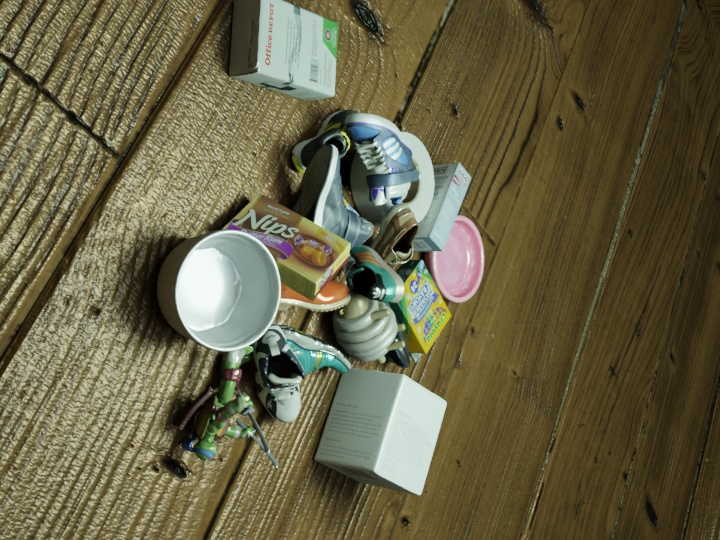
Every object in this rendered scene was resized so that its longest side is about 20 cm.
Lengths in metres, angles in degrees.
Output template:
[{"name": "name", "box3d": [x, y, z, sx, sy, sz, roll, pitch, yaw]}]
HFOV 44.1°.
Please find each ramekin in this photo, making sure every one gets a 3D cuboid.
[{"name": "ramekin", "box3d": [-0.244, 0.031, 1.483, 0.200, 0.105, 0.201, -2, 94, -40]}]

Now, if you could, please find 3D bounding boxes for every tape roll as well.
[{"name": "tape roll", "box3d": [0.070, -0.190, 1.879, 0.202, 0.071, 0.203, 1, 89, -48]}]

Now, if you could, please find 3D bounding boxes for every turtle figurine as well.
[{"name": "turtle figurine", "box3d": [-0.197, 0.232, 1.513, 0.144, 0.200, 0.194, 43, 49, -57]}]

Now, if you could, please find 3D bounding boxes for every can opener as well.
[{"name": "can opener", "box3d": [0.056, 0.111, 1.873, 0.063, 0.079, 0.200, -31, 103, -35]}]

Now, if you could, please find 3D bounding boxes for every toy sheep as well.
[{"name": "toy sheep", "box3d": [0.015, 0.116, 1.773, 0.138, 0.138, 0.200, -51, 131, -35]}]

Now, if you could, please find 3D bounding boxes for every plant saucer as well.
[{"name": "plant saucer", "box3d": [0.212, -0.026, 2.054, 0.200, 0.051, 0.201, 0, 90, -47]}]

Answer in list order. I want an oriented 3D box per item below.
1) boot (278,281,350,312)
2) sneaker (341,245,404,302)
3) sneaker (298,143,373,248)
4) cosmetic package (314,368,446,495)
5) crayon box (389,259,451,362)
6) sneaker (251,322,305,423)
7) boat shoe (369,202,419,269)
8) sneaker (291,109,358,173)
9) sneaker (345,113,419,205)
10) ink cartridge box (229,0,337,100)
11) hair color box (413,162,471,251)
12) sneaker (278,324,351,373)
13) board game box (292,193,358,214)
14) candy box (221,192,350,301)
[{"name": "boot", "box3d": [-0.098, 0.017, 1.642, 0.200, 0.075, 0.107, 4, 105, -33]}, {"name": "sneaker", "box3d": [0.000, 0.000, 1.719, 0.080, 0.200, 0.071, 4, 111, -37]}, {"name": "sneaker", "box3d": [-0.039, -0.130, 1.677, 0.146, 0.077, 0.203, 6, 102, -38]}, {"name": "cosmetic package", "box3d": [0.042, 0.319, 1.778, 0.165, 0.165, 0.200, 37, 64, -42]}, {"name": "crayon box", "box3d": [0.129, 0.091, 1.960, 0.126, 0.052, 0.200, -52, 127, -34]}, {"name": "sneaker", "box3d": [-0.141, 0.203, 1.576, 0.079, 0.130, 0.200, -8, 110, -12]}, {"name": "boat shoe", "box3d": [0.067, -0.044, 1.813, 0.076, 0.072, 0.200, -20, 144, -32]}, {"name": "sneaker", "box3d": [-0.046, -0.251, 1.737, 0.200, 0.085, 0.075, -49, 125, -36]}, {"name": "sneaker", "box3d": [0.035, -0.204, 1.726, 0.200, 0.080, 0.147, 26, 68, -51]}, {"name": "ink cartridge box", "box3d": [-0.139, -0.407, 1.633, 0.200, 0.083, 0.147, 8, 85, -49]}, {"name": "hair color box", "box3d": [0.162, -0.139, 1.960, 0.061, 0.099, 0.200, 43, 59, -39]}, {"name": "sneaker", "box3d": [-0.102, 0.164, 1.700, 0.200, 0.077, 0.080, 25, 89, -39]}, {"name": "board game box", "box3d": [-0.088, -0.067, 1.727, 0.135, 0.034, 0.200, 44, 59, -39]}, {"name": "candy box", "box3d": [-0.132, -0.044, 1.564, 0.117, 0.200, 0.057, -50, 163, -36]}]
